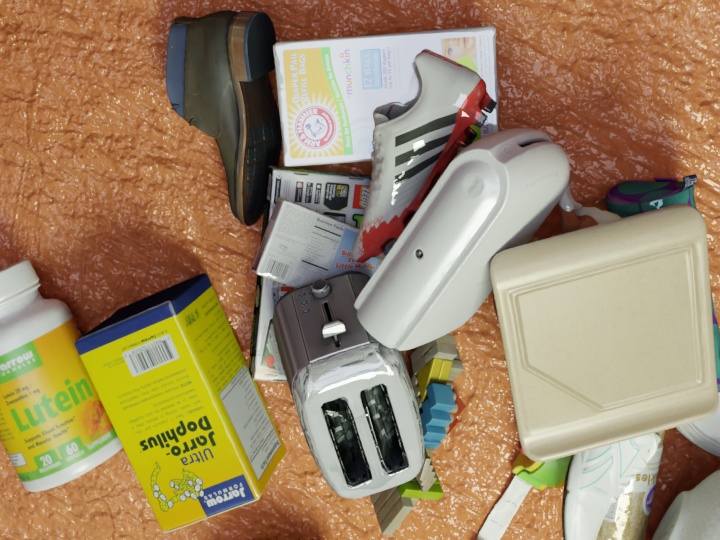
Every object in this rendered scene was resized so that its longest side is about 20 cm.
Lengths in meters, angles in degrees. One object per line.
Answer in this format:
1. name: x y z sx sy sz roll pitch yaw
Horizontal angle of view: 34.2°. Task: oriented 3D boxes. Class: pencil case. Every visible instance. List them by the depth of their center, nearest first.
1. pencil case: 0.294 0.013 1.103 0.092 0.085 0.203 -20 101 -31

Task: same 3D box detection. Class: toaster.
1. toaster: -0.007 0.112 1.060 0.112 0.130 0.202 -16 122 -2

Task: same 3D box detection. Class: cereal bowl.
1. cereal bowl: 0.318 0.267 1.093 0.083 0.200 0.202 28 99 10

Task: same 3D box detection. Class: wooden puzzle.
1. wooden puzzle: 0.211 0.054 1.006 0.182 0.037 0.203 -15 114 -2

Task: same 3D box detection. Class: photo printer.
1. photo printer: 0.096 -0.033 1.003 0.069 0.166 0.201 42 114 17

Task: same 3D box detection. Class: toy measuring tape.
1. toy measuring tape: 0.171 0.207 1.146 0.073 0.074 0.202 30 99 -4

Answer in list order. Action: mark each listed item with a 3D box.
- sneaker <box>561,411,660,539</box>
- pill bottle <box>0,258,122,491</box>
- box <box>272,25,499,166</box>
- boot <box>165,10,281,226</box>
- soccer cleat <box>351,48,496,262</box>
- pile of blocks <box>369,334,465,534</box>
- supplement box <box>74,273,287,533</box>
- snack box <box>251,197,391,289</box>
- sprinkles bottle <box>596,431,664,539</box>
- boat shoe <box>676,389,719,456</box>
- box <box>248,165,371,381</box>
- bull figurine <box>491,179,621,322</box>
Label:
1. sneaker: 0.230 0.171 1.069 0.079 0.070 0.204 13 90 8
2. pill bottle: -0.312 0.097 1.120 0.110 0.111 0.202 -23 98 5
3. box: 0.024 -0.159 1.074 0.197 0.101 0.114 -3 99 2
4. boot: -0.131 -0.147 1.111 0.096 0.075 0.203 12 110 24
5. soccer cleat: 0.035 -0.095 1.001 0.085 0.069 0.201 36 120 3
6. pile of blocks: 0.071 0.162 1.137 0.061 0.082 0.203 10 104 -30
7. supplement box: -0.167 0.124 1.115 0.108 0.109 0.202 -22 98 15
8. snack box: 0.000 0.000 1.100 0.198 0.024 0.073 21 92 -23
9. sprinkles bottle: 0.255 0.211 1.145 0.067 0.068 0.203 7 99 0
10. boat shoe: 0.396 0.161 1.122 0.197 0.069 0.072 21 91 -9
11. box: -0.044 0.007 1.124 0.108 0.035 0.203 5 100 -14
12. bull figurine: 0.189 -0.015 1.075 0.199 0.065 0.123 -37 71 35
